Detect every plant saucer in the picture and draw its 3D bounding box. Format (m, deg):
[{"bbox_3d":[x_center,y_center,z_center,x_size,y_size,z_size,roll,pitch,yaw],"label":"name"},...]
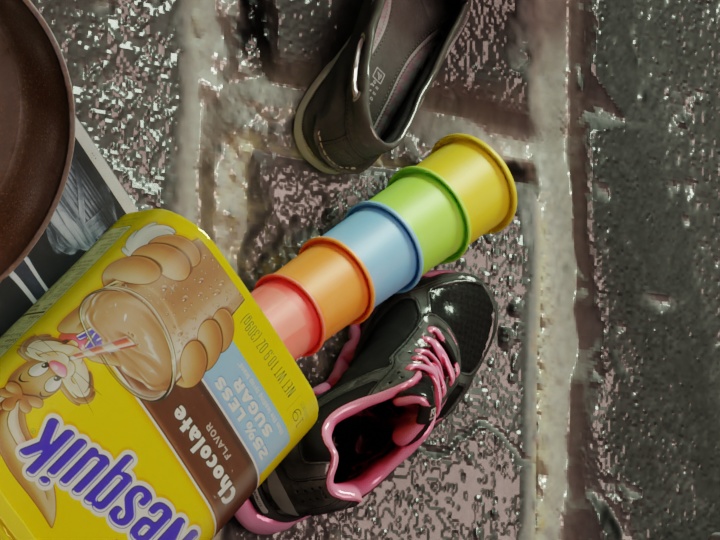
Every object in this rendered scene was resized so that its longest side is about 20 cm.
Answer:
[{"bbox_3d":[-0.225,-0.061,1.303,0.200,0.032,0.201,-8,119,-15],"label":"plant saucer"}]

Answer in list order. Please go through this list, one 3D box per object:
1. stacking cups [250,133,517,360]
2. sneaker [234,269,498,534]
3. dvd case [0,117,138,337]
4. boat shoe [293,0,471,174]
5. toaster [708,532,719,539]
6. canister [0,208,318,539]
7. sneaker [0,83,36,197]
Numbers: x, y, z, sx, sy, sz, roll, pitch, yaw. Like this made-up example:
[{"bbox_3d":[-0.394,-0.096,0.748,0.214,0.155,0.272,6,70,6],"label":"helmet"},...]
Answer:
[{"bbox_3d":[0.000,0.000,1.544,0.200,0.060,0.061,-38,108,-38],"label":"stacking cups"},{"bbox_3d":[0.019,0.066,1.536,0.200,0.095,0.079,-43,109,-35],"label":"sneaker"},{"bbox_3d":[-0.158,0.018,1.444,0.150,0.025,0.200,-45,111,-32],"label":"dvd case"},{"bbox_3d":[0.030,-0.137,1.592,0.067,0.057,0.200,39,63,-29],"label":"boat shoe"},{"bbox_3d":[0.240,0.241,1.683,0.129,0.114,0.201,-10,93,-35],"label":"toaster"},{"bbox_3d":[-0.125,0.084,1.395,0.200,0.086,0.149,-48,114,-33],"label":"canister"},{"bbox_3d":[-0.244,-0.065,1.364,0.200,0.088,0.075,-3,120,-20],"label":"sneaker"}]
